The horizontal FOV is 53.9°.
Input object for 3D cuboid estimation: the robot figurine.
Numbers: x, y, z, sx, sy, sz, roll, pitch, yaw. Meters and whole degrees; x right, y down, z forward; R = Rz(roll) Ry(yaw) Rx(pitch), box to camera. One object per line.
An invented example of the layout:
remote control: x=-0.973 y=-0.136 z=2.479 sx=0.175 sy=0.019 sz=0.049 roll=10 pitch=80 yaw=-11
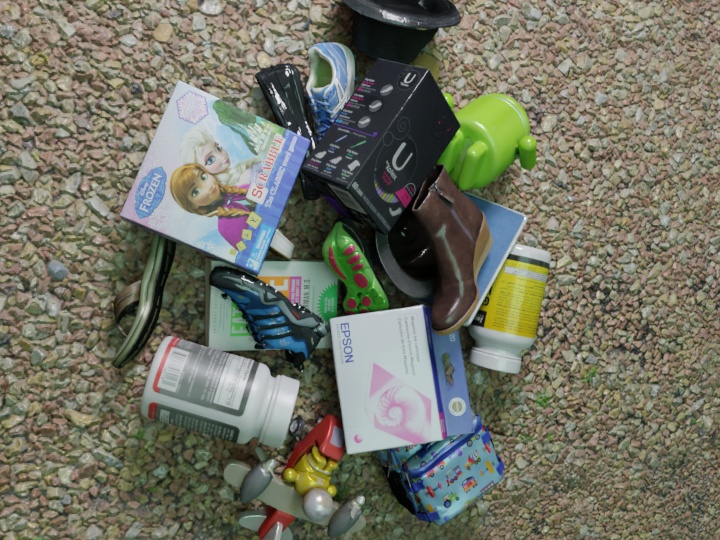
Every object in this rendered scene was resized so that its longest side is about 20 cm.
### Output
robot figurine: x=0.189 y=-0.203 z=1.102 sx=0.200 sy=0.174 sz=0.117 roll=-40 pitch=151 yaw=-42

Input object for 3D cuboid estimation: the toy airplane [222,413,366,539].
toy airplane: x=-0.090 y=0.333 z=1.043 sx=0.197 sy=0.141 sz=0.203 roll=-17 pitch=107 yaw=-23

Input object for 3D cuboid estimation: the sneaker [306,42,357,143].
sneaker: x=-0.048 y=-0.233 z=1.038 sx=0.077 sy=0.075 sz=0.204 roll=-7 pitch=93 yaw=-58

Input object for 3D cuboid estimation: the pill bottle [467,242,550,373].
pill bottle: x=0.238 y=0.060 z=1.161 sx=0.111 sy=0.112 sz=0.204 roll=12 pitch=89 yaw=-21

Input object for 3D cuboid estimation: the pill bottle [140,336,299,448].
pill bottle: x=-0.192 y=0.173 z=0.985 sx=0.197 sy=0.114 sz=0.116 roll=18 pitch=88 yaw=-5

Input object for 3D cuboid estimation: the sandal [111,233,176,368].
sandal: x=-0.308 y=0.035 z=0.983 sx=0.056 sy=0.080 sz=0.204 roll=15 pitch=82 yaw=-3

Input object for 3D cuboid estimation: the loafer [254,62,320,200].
loafer: x=-0.104 y=-0.199 z=1.041 sx=0.069 sy=0.068 sz=0.204 roll=-15 pitch=95 yaw=-10

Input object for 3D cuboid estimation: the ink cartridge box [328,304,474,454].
ink cartridge box: x=0.062 y=0.156 z=1.047 sx=0.196 sy=0.043 sz=0.200 roll=-8 pitch=81 yaw=-3

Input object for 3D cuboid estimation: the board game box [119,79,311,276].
board game box: x=-0.193 y=-0.123 z=0.962 sx=0.197 sy=0.041 sz=0.203 roll=22 pitch=81 yaw=-9

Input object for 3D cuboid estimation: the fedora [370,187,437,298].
fedora: x=0.079 y=-0.054 z=1.101 sx=0.200 sy=0.090 sz=0.178 roll=-48 pitch=112 yaw=-26

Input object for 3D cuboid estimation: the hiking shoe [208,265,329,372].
hiking shoe: x=-0.135 y=0.068 z=0.998 sx=0.199 sy=0.074 sz=0.088 roll=34 pitch=84 yaw=-25

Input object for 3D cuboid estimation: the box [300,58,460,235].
box: x=0.031 y=-0.174 z=0.991 sx=0.201 sy=0.105 sz=0.122 roll=-56 pitch=139 yaw=-10

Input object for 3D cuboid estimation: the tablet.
tablet: x=0.168 y=-0.022 z=1.132 sx=0.202 sy=0.129 sz=0.014 roll=-60 pitch=146 yaw=-6

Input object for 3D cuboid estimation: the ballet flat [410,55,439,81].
ballet flat: x=0.061 y=-0.263 z=1.097 sx=0.200 sy=0.063 sz=0.069 roll=-45 pitch=108 yaw=-12

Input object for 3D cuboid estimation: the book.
book: x=-0.132 y=0.051 z=1.062 sx=0.197 sy=0.048 sz=0.136 roll=0 pitch=95 yaw=-24

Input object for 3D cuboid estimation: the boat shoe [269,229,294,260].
boat shoe: x=-0.162 y=-0.098 z=1.021 sx=0.200 sy=0.071 sz=0.070 roll=43 pitch=77 yaw=-15

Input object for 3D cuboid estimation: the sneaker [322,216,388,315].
sneaker: x=0.000 y=0.000 z=1.060 sx=0.075 sy=0.085 sz=0.201 roll=-3 pitch=139 yaw=14

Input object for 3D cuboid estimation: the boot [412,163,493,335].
boot: x=0.115 y=-0.029 z=1.018 sx=0.167 sy=0.072 sz=0.202 roll=47 pitch=57 yaw=-33

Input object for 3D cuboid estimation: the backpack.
backpack: x=0.112 y=0.265 z=1.120 sx=0.181 sy=0.134 sz=0.203 roll=-27 pitch=102 yaw=-16

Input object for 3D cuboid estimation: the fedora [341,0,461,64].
fedora: x=0.049 y=-0.367 z=1.058 sx=0.197 sy=0.202 sz=0.093 roll=4 pitch=129 yaw=-20
